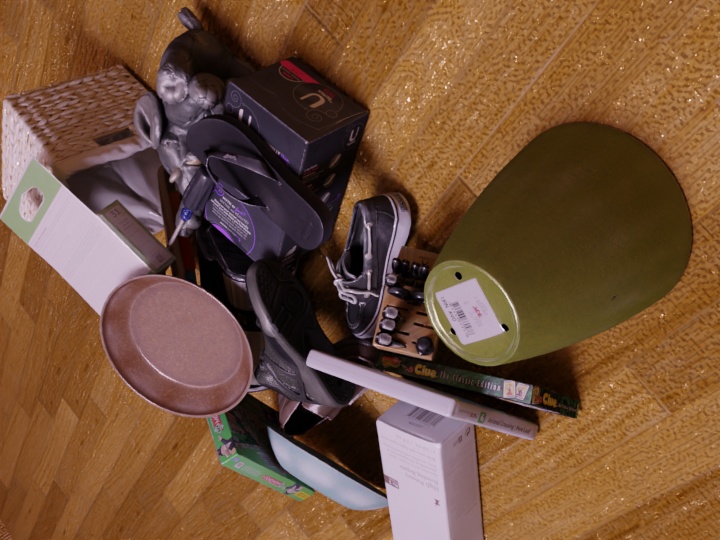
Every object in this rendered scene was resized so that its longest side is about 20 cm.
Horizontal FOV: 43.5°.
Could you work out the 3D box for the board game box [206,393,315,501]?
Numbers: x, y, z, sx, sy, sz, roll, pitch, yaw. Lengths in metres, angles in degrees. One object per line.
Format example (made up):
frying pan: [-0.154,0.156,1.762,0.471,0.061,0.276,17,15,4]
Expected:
board game box: [-0.141,0.228,1.229,0.200,0.029,0.135,45,-165,-51]

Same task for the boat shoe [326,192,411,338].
boat shoe: [0.001,0.002,1.018,0.074,0.068,0.200,58,146,35]

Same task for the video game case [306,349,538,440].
video game case: [0.068,0.136,0.988,0.200,0.182,0.022,15,84,40]

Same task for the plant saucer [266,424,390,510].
plant saucer: [-0.048,0.270,1.192,0.201,0.039,0.201,31,170,6]

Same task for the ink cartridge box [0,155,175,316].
ink cartridge box: [-0.339,-0.040,1.111,0.200,0.048,0.146,46,133,-3]

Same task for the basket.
basket: [-0.362,-0.140,1.223,0.161,0.198,0.200,46,140,21]

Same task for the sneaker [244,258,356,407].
sneaker: [-0.096,0.079,1.050,0.114,0.076,0.200,-9,123,40]

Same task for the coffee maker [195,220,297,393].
coffee maker: [-0.158,0.028,1.165,0.192,0.135,0.200,31,133,30]

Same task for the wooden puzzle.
wooden puzzle: [-0.242,-0.014,1.213,0.185,0.037,0.200,102,159,-57]

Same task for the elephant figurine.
elephant figurine: [-0.208,-0.173,1.080,0.141,0.155,0.200,29,132,-5]

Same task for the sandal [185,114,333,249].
sandal: [-0.112,-0.096,0.941,0.200,0.043,0.076,38,136,19]

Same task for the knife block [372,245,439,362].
knife block: [0.049,0.066,0.936,0.064,0.176,0.200,14,129,8]

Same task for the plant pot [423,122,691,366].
plant pot: [0.151,-0.005,0.769,0.187,0.200,0.188,26,131,33]

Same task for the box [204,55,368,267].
box: [-0.088,-0.117,1.018,0.122,0.106,0.200,39,137,18]

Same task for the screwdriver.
screwdriver: [-0.212,-0.049,1.067,0.029,0.028,0.200,50,132,21]

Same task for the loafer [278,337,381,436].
loafer: [-0.034,0.155,1.135,0.073,0.071,0.200,29,132,-22]

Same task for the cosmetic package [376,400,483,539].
cosmetic package: [0.087,0.261,1.110,0.102,0.074,0.200,15,124,40]

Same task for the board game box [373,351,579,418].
board game box: [0.122,0.121,0.964,0.200,0.105,0.024,8,83,41]

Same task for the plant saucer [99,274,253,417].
plant saucer: [-0.216,0.086,1.084,0.200,0.037,0.201,8,120,14]

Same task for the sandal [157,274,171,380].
sandal: [-0.280,0.058,1.198,0.080,0.057,0.201,98,162,-51]
